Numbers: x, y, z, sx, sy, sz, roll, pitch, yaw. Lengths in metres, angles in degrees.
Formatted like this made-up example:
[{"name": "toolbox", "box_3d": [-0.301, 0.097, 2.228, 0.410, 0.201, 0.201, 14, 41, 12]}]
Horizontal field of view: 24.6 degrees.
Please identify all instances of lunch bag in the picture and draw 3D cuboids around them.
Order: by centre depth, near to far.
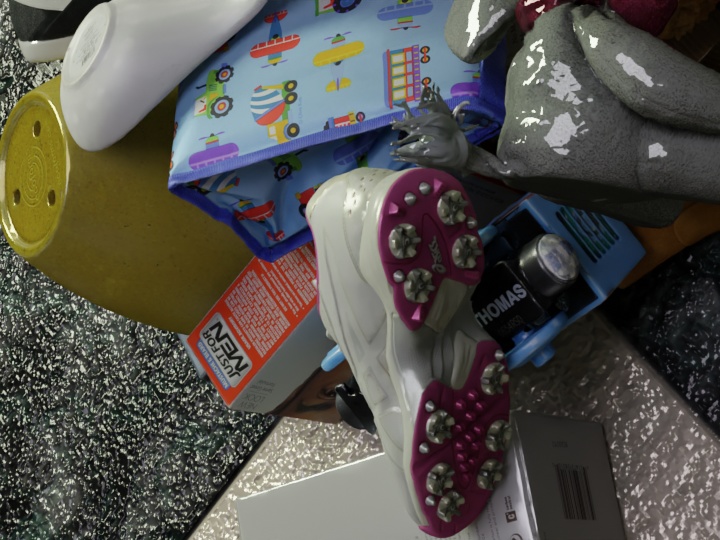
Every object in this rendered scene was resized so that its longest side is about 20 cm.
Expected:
[{"name": "lunch bag", "box_3d": [0.000, -0.118, 0.909, 0.199, 0.094, 0.152, -22, 50, 30]}]

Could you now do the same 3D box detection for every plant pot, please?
[{"name": "plant pot", "box_3d": [-0.147, -0.058, 1.048, 0.199, 0.141, 0.202, -5, 84, 53]}]

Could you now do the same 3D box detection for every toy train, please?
[{"name": "toy train", "box_3d": [0.063, 0.026, 0.922, 0.087, 0.114, 0.200, 51, 134, 2]}]

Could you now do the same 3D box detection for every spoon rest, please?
[{"name": "spoon rest", "box_3d": [-0.104, -0.140, 0.915, 0.200, 0.060, 0.100, -40, 38, 37]}]

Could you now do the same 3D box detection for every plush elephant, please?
[{"name": "plush elephant", "box_3d": [0.112, -0.112, 0.767, 0.165, 0.198, 0.156, 173, 105, -72]}]

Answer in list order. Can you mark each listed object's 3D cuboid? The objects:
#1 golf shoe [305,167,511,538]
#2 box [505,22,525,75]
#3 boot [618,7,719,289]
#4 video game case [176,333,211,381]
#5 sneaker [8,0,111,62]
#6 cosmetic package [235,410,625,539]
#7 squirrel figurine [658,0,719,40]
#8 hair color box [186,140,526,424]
[{"name": "golf shoe", "box_3d": [0.023, 0.039, 0.842, 0.091, 0.075, 0.202, 14, 120, 46]}, {"name": "box", "box_3d": [0.037, -0.135, 1.026, 0.199, 0.068, 0.083, -18, 72, 33]}, {"name": "boot", "box_3d": [0.192, -0.037, 0.899, 0.144, 0.070, 0.202, -51, 53, 25]}, {"name": "video game case", "box_3d": [-0.103, -0.046, 1.147, 0.143, 0.019, 0.201, -45, 57, 22]}, {"name": "sneaker", "box_3d": [-0.147, -0.200, 1.028, 0.198, 0.073, 0.113, -9, 115, 23]}, {"name": "cosmetic package", "box_3d": [0.038, 0.149, 0.947, 0.199, 0.107, 0.086, -20, 71, 31]}, {"name": "squirrel figurine", "box_3d": [0.185, -0.193, 0.869, 0.200, 0.141, 0.187, -46, 58, 13]}, {"name": "hair color box", "box_3d": [0.000, 0.000, 1.002, 0.200, 0.111, 0.064, -49, 56, 20]}]
